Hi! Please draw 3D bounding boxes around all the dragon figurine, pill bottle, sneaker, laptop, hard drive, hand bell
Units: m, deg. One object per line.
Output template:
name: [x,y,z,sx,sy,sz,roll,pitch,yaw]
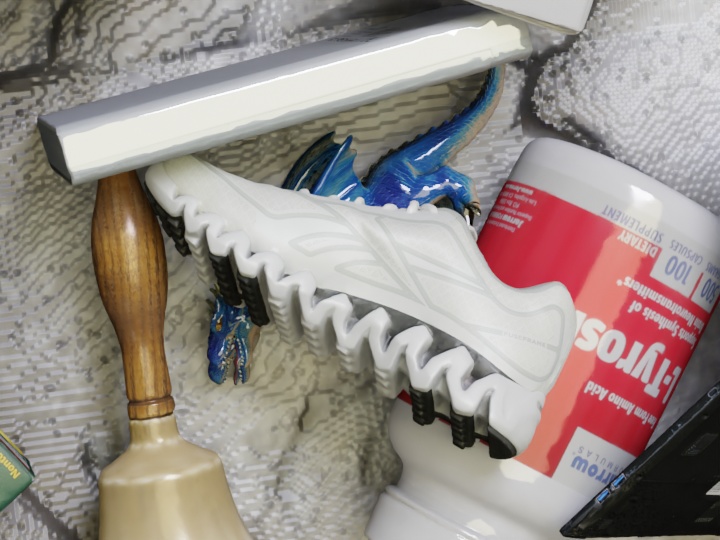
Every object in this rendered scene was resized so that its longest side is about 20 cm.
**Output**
dragon figurine: [-0.003,-0.029,1.013,0.099,0.059,0.200,24,90,-12]
pill bottle: [0.083,0.050,1.009,0.112,0.112,0.200,27,88,-12]
sneaker: [0.000,0.000,0.946,0.200,0.075,0.081,31,76,7]
laptop: [0.176,0.022,1.002,0.200,0.177,0.103,-46,61,23]
hard drive: [-0.038,-0.079,0.965,0.200,0.132,0.026,-17,99,-10]
hand bell: [-0.095,0.053,0.976,0.104,0.104,0.201,-10,96,-11]

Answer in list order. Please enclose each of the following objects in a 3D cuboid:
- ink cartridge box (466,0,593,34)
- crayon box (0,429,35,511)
ink cartridge box: [0.083,-0.219,0.917,0.084,0.145,0.200,16,115,-1]
crayon box: [-0.273,0.075,0.965,0.173,0.058,0.200,-43,101,-6]
